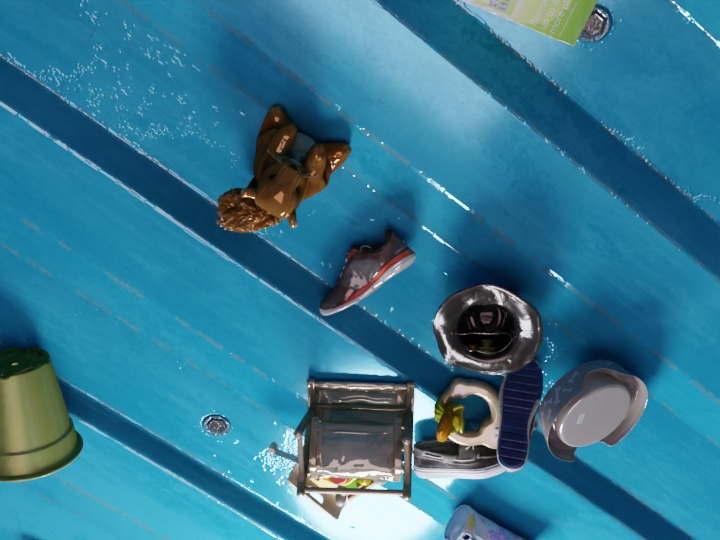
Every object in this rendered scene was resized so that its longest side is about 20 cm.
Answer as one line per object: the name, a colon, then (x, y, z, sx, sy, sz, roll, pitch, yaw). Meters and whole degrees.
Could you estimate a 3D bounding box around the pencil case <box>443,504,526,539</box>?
pencil case: (0.263, 0.540, 1.853, 0.199, 0.091, 0.084, 32, 80, -17)

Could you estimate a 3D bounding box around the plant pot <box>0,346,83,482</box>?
plant pot: (-0.614, 0.246, 1.701, 0.198, 0.200, 0.192, 1, 110, 4)

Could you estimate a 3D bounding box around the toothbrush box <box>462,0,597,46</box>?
toothbrush box: (0.227, -0.413, 1.255, 0.199, 0.086, 0.146, 21, 121, -7)

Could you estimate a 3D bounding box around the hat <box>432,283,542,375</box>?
hat: (0.214, 0.081, 1.573, 0.199, 0.081, 0.202, 5, 131, 6)

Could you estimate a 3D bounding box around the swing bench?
swing bench: (-0.006, 0.290, 1.645, 0.197, 0.200, 0.131, 1, 112, 5)

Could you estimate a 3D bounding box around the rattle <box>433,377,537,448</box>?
rattle: (0.231, 0.282, 1.661, 0.199, 0.143, 0.131, 35, 88, -5)

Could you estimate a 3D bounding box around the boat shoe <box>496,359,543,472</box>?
boat shoe: (0.271, 0.251, 1.636, 0.072, 0.202, 0.072, 13, 161, 11)

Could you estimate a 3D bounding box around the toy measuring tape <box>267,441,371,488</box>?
toy measuring tape: (-0.069, 0.343, 1.726, 0.199, 0.074, 0.074, 23, 122, 2)

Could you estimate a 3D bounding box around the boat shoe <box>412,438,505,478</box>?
boat shoe: (0.193, 0.341, 1.742, 0.198, 0.072, 0.071, -9, 114, 5)

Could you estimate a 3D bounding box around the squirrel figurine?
squirrel figurine: (-0.125, -0.120, 1.408, 0.141, 0.187, 0.200, 33, 119, -16)

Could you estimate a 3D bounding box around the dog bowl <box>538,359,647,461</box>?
dog bowl: (0.398, 0.239, 1.628, 0.198, 0.059, 0.201, -14, 129, -17)

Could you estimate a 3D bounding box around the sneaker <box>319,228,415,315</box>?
sneaker: (0.000, 0.000, 1.558, 0.199, 0.077, 0.082, -36, 86, 23)

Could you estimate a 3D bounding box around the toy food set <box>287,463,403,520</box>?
toy food set: (-0.025, 0.393, 1.801, 0.200, 0.061, 0.143, -38, 112, 24)
